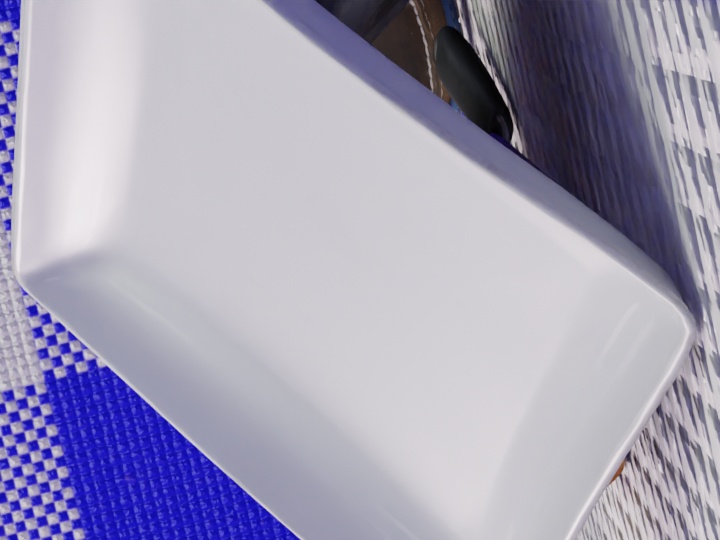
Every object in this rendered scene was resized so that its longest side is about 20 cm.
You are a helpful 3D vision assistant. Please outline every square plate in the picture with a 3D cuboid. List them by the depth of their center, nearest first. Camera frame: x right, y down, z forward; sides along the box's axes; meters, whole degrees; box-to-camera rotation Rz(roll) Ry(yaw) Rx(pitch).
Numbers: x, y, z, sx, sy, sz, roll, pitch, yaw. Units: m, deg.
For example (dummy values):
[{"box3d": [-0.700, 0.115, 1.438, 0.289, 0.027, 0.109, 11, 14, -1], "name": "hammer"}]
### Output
[{"box3d": [-0.013, 0.001, 0.534, 0.200, 0.028, 0.198, 39, 146, 16], "name": "square plate"}]

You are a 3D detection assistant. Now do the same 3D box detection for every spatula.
[{"box3d": [0.043, -0.039, 0.672, 0.200, 0.020, 0.057, -100, 10, -63], "name": "spatula"}]

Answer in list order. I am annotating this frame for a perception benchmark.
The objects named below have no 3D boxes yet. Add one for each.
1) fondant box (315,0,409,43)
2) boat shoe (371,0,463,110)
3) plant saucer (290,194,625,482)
[{"box3d": [-0.061, -0.145, 0.544, 0.200, 0.058, 0.144, 44, 171, 0], "name": "fondant box"}, {"box3d": [-0.024, -0.127, 0.755, 0.201, 0.072, 0.072, 62, -158, -17], "name": "boat shoe"}, {"box3d": [0.000, 0.000, 0.627, 0.200, 0.032, 0.200, 45, 171, 9], "name": "plant saucer"}]
